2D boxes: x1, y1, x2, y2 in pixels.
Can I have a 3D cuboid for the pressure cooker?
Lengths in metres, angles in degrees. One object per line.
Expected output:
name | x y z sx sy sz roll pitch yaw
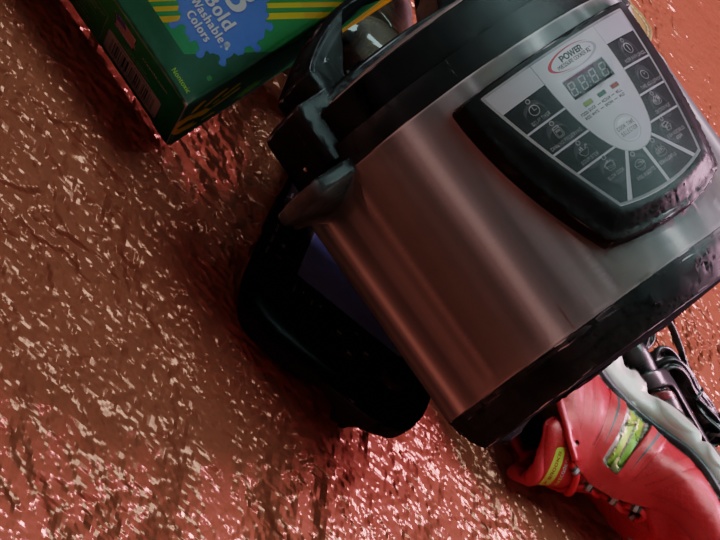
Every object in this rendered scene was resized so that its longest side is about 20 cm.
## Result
pressure cooker | 0.061 -0.044 1.151 0.201 0.178 0.176 55 12 5

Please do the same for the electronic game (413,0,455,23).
electronic game | 0.067 -0.088 1.366 0.200 0.041 0.202 -14 90 -81

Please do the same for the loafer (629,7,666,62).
loafer | 0.143 -0.126 1.587 0.201 0.070 0.070 60 -5 -17

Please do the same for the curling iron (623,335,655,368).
curling iron | 0.132 0.000 1.453 0.049 0.026 0.201 0 44 -12

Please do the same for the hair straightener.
hair straightener | 0.172 0.093 1.365 0.201 0.041 0.077 56 24 -18

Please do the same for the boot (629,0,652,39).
boot | 0.149 -0.230 1.611 0.200 0.155 0.073 45 28 -17

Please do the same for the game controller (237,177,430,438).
game controller | 0.000 0.000 1.232 0.104 0.042 0.200 46 27 -14

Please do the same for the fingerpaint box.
fingerpaint box | -0.073 -0.190 1.198 0.201 0.166 0.073 56 -17 3

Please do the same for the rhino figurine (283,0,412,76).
rhino figurine | -0.007 -0.139 1.364 0.087 0.060 0.200 37 24 -19

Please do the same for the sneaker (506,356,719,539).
sneaker | 0.111 0.093 1.291 0.200 0.077 0.085 51 46 4
